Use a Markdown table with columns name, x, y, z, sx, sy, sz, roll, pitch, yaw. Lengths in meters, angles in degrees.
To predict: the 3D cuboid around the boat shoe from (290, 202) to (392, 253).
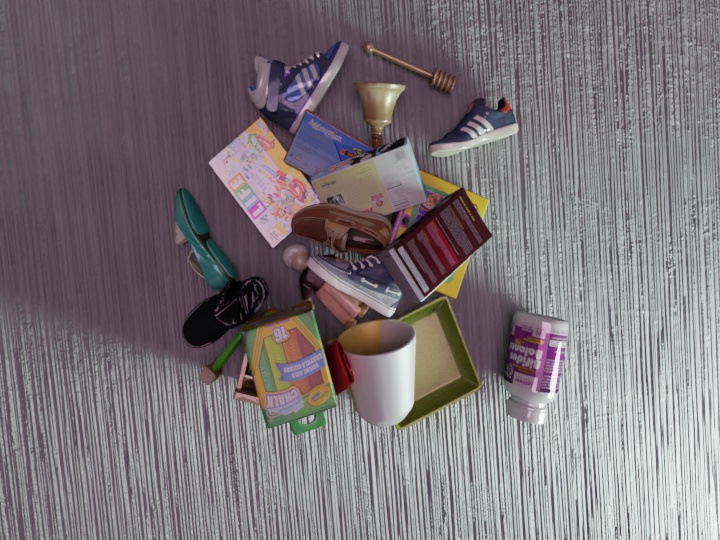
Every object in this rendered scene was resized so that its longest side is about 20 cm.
| name | x | y | z | sx | sy | sz | roll | pitch | yaw |
| --- | --- | --- | --- | --- | --- | --- | --- | --- | --- |
| boat shoe | -0.037 | -0.073 | 0.981 | 0.191 | 0.073 | 0.078 | 3 | 133 | 3 |

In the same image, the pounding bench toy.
| name | x | y | z | sx | sy | sz | roll | pitch | yaw |
| --- | --- | --- | --- | --- | --- | --- | --- | --- | --- |
| pounding bench toy | -0.191 | 0.151 | 0.990 | 0.192 | 0.124 | 0.163 | 14 | 91 | -7 |

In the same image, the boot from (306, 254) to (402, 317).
| name | x | y | z | sx | sy | sz | roll | pitch | yaw |
| --- | --- | --- | --- | --- | --- | --- | --- | --- | --- |
| boot | 0.000 | 0.000 | 0.983 | 0.196 | 0.073 | 0.092 | 30 | 98 | -21 |

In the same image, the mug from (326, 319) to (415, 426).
| name | x | y | z | sx | sy | sz | roll | pitch | yaw |
| --- | --- | --- | --- | --- | --- | --- | --- | --- | --- |
| mug | 0.031 | 0.187 | 0.976 | 0.144 | 0.186 | 0.159 | -14 | 108 | -17 |

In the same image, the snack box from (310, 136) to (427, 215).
| name | x | y | z | sx | sy | sz | roll | pitch | yaw |
| --- | --- | --- | --- | --- | --- | --- | --- | --- | --- |
| snack box | 0.016 | -0.156 | 0.983 | 0.193 | 0.038 | 0.118 | -16 | 123 | 18 |

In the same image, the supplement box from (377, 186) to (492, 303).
| name | x | y | z | sx | sy | sz | roll | pitch | yaw |
| --- | --- | --- | --- | --- | --- | --- | --- | --- | --- |
| supplement box | 0.138 | -0.046 | 0.967 | 0.198 | 0.061 | 0.111 | -38 | 98 | -19 |

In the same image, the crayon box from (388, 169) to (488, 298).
| name | x | y | z | sx | sy | sz | roll | pitch | yaw |
| --- | --- | --- | --- | --- | --- | --- | --- | --- | --- |
| crayon box | 0.142 | -0.073 | 1.050 | 0.167 | 0.058 | 0.207 | 20 | 91 | -8 |

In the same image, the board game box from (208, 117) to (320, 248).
| name | x | y | z | sx | sy | sz | roll | pitch | yaw |
| --- | --- | --- | --- | --- | --- | --- | --- | --- | --- |
| board game box | -0.180 | -0.167 | 1.021 | 0.133 | 0.034 | 0.202 | -39 | 96 | -3 |

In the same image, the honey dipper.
| name | x | y | z | sx | sy | sz | roll | pitch | yaw |
| --- | --- | --- | --- | --- | --- | --- | --- | --- | --- |
| honey dipper | 0.094 | -0.402 | 1.041 | 0.193 | 0.038 | 0.039 | 21 | 91 | -4 |

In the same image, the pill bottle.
| name | x | y | z | sx | sy | sz | roll | pitch | yaw |
| --- | --- | --- | --- | --- | --- | --- | --- | --- | --- |
| pill bottle | 0.346 | 0.193 | 1.059 | 0.108 | 0.112 | 0.209 | 8 | 91 | -6 |

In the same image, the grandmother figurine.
| name | x | y | z | sx | sy | sz | roll | pitch | yaw |
| --- | --- | --- | --- | --- | --- | --- | --- | --- | --- |
| grandmother figurine | -0.071 | 0.022 | 1.032 | 0.199 | 0.060 | 0.122 | 42 | 79 | -9 |

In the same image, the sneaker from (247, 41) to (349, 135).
| name | x | y | z | sx | sy | sz | roll | pitch | yaw |
| --- | --- | --- | --- | --- | --- | --- | --- | --- | --- |
| sneaker | -0.126 | -0.377 | 0.993 | 0.144 | 0.081 | 0.203 | 34 | 94 | -11 |

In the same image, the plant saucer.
| name | x | y | z | sx | sy | sz | roll | pitch | yaw |
| --- | --- | --- | --- | --- | --- | --- | --- | --- | --- |
| plant saucer | 0.120 | 0.183 | 1.065 | 0.194 | 0.048 | 0.206 | -24 | 95 | -5 |

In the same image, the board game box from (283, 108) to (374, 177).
| name | x | y | z | sx | sy | sz | roll | pitch | yaw |
| --- | --- | --- | --- | --- | --- | --- | --- | --- | --- |
| board game box | -0.038 | -0.207 | 1.001 | 0.195 | 0.020 | 0.105 | 27 | 113 | -15 |

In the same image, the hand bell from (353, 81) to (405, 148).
| name | x | y | z | sx | sy | sz | roll | pitch | yaw |
| --- | --- | --- | --- | --- | --- | --- | --- | --- | --- |
| hand bell | 0.032 | -0.253 | 1.029 | 0.100 | 0.104 | 0.209 | 1 | 106 | -6 |

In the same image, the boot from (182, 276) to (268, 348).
| name | x | y | z | sx | sy | sz | roll | pitch | yaw |
| --- | --- | --- | --- | --- | --- | --- | --- | --- | --- |
| boot | -0.254 | 0.077 | 0.958 | 0.196 | 0.168 | 0.078 | -33 | 93 | -4 |

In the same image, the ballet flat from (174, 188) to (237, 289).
| name | x | y | z | sx | sy | sz | roll | pitch | yaw |
| --- | --- | --- | --- | --- | --- | --- | --- | --- | --- |
| ballet flat | -0.311 | -0.052 | 0.999 | 0.069 | 0.067 | 0.204 | -29 | 94 | 10 |

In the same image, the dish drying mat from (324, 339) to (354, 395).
| name | x | y | z | sx | sy | sz | roll | pitch | yaw |
| --- | --- | --- | --- | --- | --- | --- | --- | --- | --- |
| dish drying mat | -0.047 | 0.181 | 0.953 | 0.018 | 0.201 | 0.079 | -21 | 77 | -19 |

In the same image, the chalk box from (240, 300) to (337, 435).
| name | x | y | z | sx | sy | sz | roll | pitch | yaw |
| --- | --- | --- | --- | --- | --- | --- | --- | --- | --- |
| chalk box | -0.110 | 0.172 | 0.875 | 0.120 | 0.124 | 0.208 | -17 | 94 | -5 |

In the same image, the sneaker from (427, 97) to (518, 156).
| name | x | y | z | sx | sy | sz | roll | pitch | yaw |
| --- | --- | --- | --- | --- | --- | --- | --- | --- | --- |
| sneaker | 0.214 | -0.287 | 1.042 | 0.193 | 0.075 | 0.088 | -20 | 97 | -15 |
